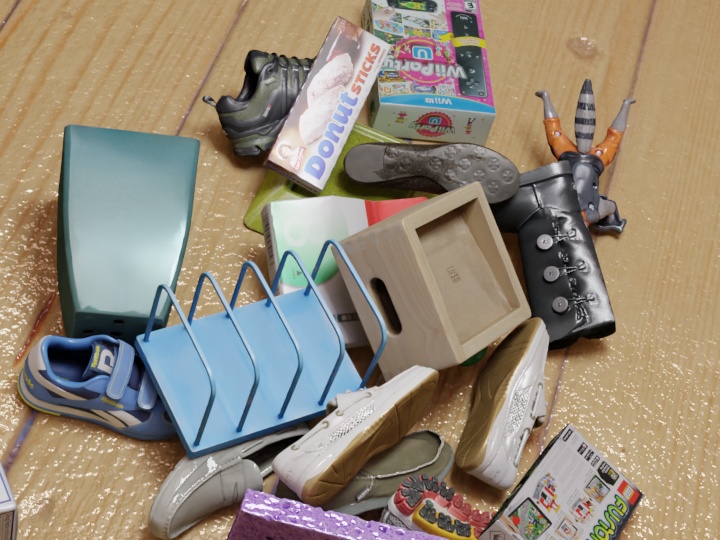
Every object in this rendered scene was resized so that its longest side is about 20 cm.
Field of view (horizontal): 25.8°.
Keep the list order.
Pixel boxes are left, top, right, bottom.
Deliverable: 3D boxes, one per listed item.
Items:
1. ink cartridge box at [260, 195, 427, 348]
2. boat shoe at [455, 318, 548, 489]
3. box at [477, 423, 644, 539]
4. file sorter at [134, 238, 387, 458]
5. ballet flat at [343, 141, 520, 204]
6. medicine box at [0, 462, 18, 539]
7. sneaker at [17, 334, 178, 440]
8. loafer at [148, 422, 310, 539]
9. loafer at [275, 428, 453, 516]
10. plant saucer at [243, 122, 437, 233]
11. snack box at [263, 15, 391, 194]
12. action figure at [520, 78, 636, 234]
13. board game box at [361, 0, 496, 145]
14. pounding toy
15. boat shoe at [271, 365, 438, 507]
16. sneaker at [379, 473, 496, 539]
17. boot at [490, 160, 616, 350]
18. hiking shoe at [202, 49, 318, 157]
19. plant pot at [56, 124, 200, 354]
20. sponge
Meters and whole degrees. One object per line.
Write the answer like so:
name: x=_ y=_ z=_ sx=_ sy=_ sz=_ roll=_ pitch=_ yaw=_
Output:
ink cartridge box: x=0.000 y=0.000 z=1.696 sx=0.199 sy=0.050 sz=0.162 roll=-6 pitch=81 yaw=-18
boat shoe: x=0.162 y=0.142 z=1.655 sx=0.069 sy=0.071 sz=0.201 roll=38 pitch=56 yaw=-17
box: x=0.203 y=0.244 z=1.565 sx=0.110 sy=0.035 sz=0.200 roll=44 pitch=36 yaw=5
file sorter: x=-0.095 y=0.067 z=1.528 sx=0.199 sy=0.123 sz=0.139 roll=-16 pitch=60 yaw=-27
ballet flat: x=0.079 y=-0.111 z=1.759 sx=0.199 sy=0.046 sz=0.068 roll=4 pitch=90 yaw=3
medicine box: x=-0.436 y=0.191 z=1.436 sx=0.199 sy=0.103 sz=0.183 roll=-15 pitch=59 yaw=-25
sneaker: x=-0.239 y=0.113 z=1.562 sx=0.199 sy=0.082 sz=0.074 roll=10 pitch=51 yaw=-10
loafer: x=-0.126 y=0.197 z=1.537 sx=0.070 sy=0.070 sz=0.200 roll=32 pitch=51 yaw=22
loafer: x=0.005 y=0.197 z=1.559 sx=0.199 sy=0.070 sz=0.075 roll=-19 pitch=26 yaw=-26
plant saucer: x=-0.008 y=-0.099 z=1.803 sx=0.199 sy=0.048 sz=0.201 roll=22 pitch=52 yaw=1
snack box: x=-0.036 y=-0.187 z=1.771 sx=0.072 sy=0.024 sz=0.201 roll=28 pitch=69 yaw=-10
action figure: x=0.227 y=-0.120 z=1.838 sx=0.199 sy=0.105 sz=0.195 roll=9 pitch=77 yaw=-3
board game box: x=0.082 y=-0.253 z=1.933 sx=0.147 sy=0.064 sz=0.201 roll=4 pitch=54 yaw=-12
pounding toy: x=0.062 y=0.041 z=1.647 sx=0.184 sy=0.142 sz=0.201 roll=-27 pitch=96 yaw=-51
boat shoe: x=-0.005 y=0.144 z=1.518 sx=0.069 sy=0.071 sz=0.200 roll=33 pitch=49 yaw=27
sneaker: x=0.107 y=0.276 z=1.547 sx=0.199 sy=0.082 sz=0.078 roll=33 pitch=34 yaw=-9
boot: x=0.188 y=-0.004 z=1.772 sx=0.164 sy=0.066 sz=0.201 roll=-20 pitch=77 yaw=21
hiking shoe: x=-0.082 y=-0.219 z=1.805 sx=0.200 sy=0.076 sz=0.101 roll=-40 pitch=115 yaw=-17
plant pot: x=-0.248 y=-0.023 z=1.628 sx=0.140 sy=0.141 sz=0.201 roll=6 pitch=60 yaw=-11
sponge: x=-0.026 y=0.265 z=1.487 sx=0.199 sy=0.112 sz=0.030 roll=16 pitch=53 yaw=-4
